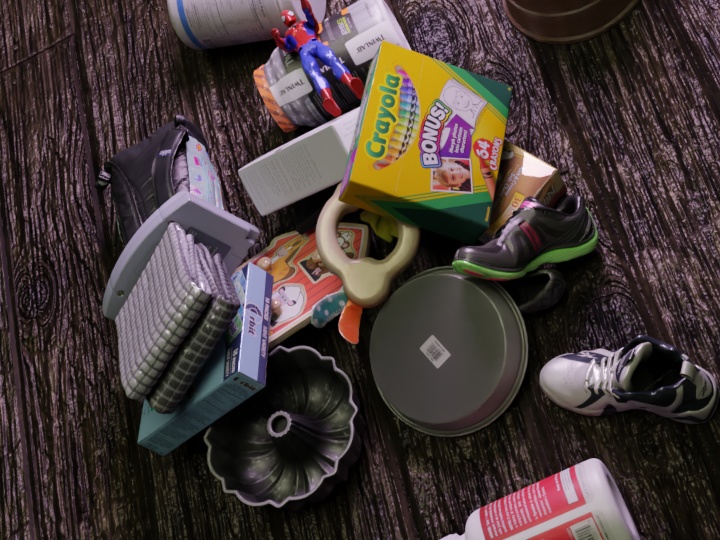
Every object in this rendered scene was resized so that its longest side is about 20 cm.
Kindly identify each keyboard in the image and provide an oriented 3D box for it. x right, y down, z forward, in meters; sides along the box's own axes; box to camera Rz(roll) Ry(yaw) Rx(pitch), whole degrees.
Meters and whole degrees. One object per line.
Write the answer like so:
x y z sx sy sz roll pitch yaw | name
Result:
-0.007 -0.116 1.675 0.200 0.021 0.127 -42 23 13 | keyboard

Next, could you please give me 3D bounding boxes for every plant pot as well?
0.247 -0.424 1.646 0.200 0.198 0.201 -10 62 20 | plant pot

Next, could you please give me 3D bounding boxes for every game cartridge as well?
-0.238 -0.004 1.667 0.200 0.133 0.041 -51 36 17 | game cartridge

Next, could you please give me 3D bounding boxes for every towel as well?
-0.222 0.058 1.563 0.166 0.085 0.200 -58 24 13 | towel

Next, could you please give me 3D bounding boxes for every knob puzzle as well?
-0.075 -0.004 1.647 0.219 0.031 0.220 -19 37 15 | knob puzzle

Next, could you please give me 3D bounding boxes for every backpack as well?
-0.256 -0.085 1.753 0.167 0.126 0.200 -32 53 23 | backpack

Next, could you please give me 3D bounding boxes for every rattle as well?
0.000 0.000 1.581 0.130 0.143 0.201 9 78 -11 | rattle

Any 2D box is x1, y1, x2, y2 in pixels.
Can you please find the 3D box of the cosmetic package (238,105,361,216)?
-0.053 -0.141 1.639 0.200 0.074 0.102 -22 9 46 | cosmetic package

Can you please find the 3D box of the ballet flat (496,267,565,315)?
0.145 0.035 1.542 0.199 0.057 0.067 -20 62 16 | ballet flat

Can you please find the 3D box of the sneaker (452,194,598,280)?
0.184 -0.040 1.499 0.200 0.084 0.077 -18 13 -31 | sneaker

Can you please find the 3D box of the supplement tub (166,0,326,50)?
-0.164 -0.392 1.865 0.199 0.132 0.132 -5 63 23 | supplement tub

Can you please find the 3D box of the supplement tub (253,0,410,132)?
-0.035 -0.273 1.747 0.200 0.123 0.123 -28 56 10 | supplement tub

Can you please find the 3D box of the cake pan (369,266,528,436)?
0.095 0.092 1.516 0.200 0.037 0.201 -4 82 26 | cake pan

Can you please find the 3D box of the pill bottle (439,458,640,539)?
0.183 0.285 1.364 0.200 0.112 0.113 -26 57 11 | pill bottle

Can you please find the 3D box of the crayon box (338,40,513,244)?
0.079 -0.152 1.543 0.172 0.058 0.201 18 63 -12 | crayon box

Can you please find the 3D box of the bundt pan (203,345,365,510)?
-0.082 0.195 1.557 0.201 0.076 0.203 -10 62 20 | bundt pan

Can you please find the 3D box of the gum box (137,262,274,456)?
-0.189 0.109 1.594 0.200 0.044 0.170 -35 37 34 | gum box

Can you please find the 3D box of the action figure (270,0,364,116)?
-0.069 -0.288 1.634 0.065 0.099 0.200 -35 46 2 | action figure

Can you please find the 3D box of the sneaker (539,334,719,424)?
0.277 0.108 1.399 0.199 0.130 0.080 13 70 30 | sneaker

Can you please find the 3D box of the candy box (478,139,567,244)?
0.143 -0.113 1.621 0.200 0.055 0.116 35 83 35 | candy box
